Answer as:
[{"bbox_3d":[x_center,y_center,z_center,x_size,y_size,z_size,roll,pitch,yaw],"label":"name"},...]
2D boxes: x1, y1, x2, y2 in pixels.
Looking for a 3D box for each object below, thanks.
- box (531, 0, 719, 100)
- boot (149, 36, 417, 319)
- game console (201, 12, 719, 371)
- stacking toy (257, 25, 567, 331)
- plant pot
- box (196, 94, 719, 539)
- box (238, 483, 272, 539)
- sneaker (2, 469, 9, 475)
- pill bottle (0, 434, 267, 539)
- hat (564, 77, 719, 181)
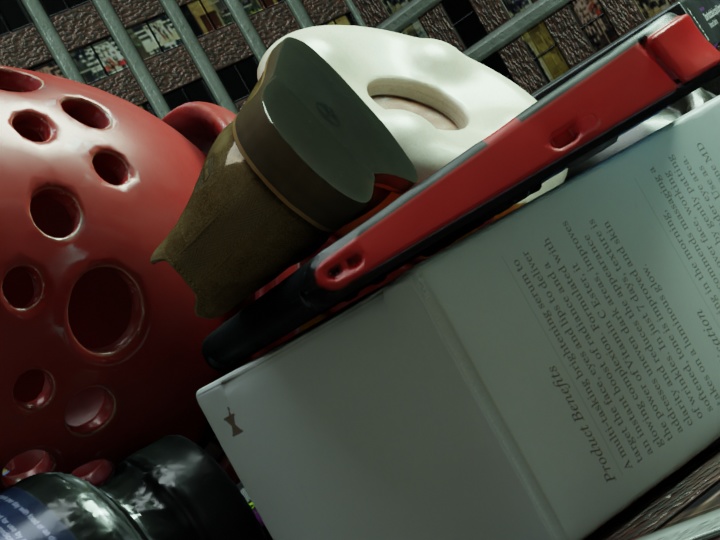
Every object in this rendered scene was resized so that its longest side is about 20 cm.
[{"bbox_3d":[0.140,-0.106,1.219,0.143,0.036,0.200,-33,2,18],"label":"box"},{"bbox_3d":[-0.030,-0.034,0.806,0.075,0.074,0.200,-45,0,15],"label":"boot"},{"bbox_3d":[0.033,-0.022,0.796,0.177,0.031,0.200,-35,0,-18],"label":"game console"},{"bbox_3d":[0.000,0.000,1.002,0.146,0.146,0.201,-29,-37,-57],"label":"stacking toy"},{"bbox_3d":[-0.132,0.015,0.925,0.182,0.201,0.200,2,-16,-25],"label":"plant pot"},{"bbox_3d":[0.068,0.032,0.814,0.200,0.107,0.152,-29,-1,-38],"label":"box"},{"bbox_3d":[-0.022,0.109,1.101,0.143,0.036,0.200,-37,5,-31],"label":"box"},{"bbox_3d":[-0.154,0.154,1.124,0.078,0.070,0.200,-39,-22,-37],"label":"sneaker"},{"bbox_3d":[-0.133,0.145,0.811,0.200,0.112,0.112,-30,-1,-25],"label":"pill bottle"},{"bbox_3d":[0.126,-0.031,1.001,0.200,0.081,0.201,-35,36,31],"label":"hat"}]
